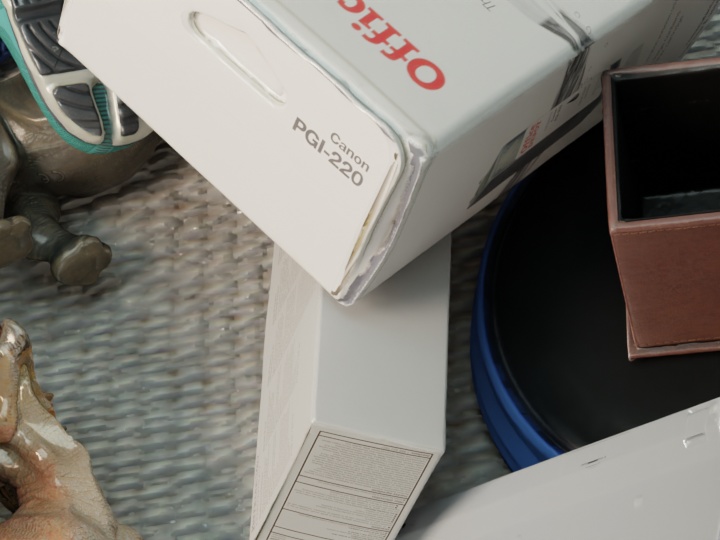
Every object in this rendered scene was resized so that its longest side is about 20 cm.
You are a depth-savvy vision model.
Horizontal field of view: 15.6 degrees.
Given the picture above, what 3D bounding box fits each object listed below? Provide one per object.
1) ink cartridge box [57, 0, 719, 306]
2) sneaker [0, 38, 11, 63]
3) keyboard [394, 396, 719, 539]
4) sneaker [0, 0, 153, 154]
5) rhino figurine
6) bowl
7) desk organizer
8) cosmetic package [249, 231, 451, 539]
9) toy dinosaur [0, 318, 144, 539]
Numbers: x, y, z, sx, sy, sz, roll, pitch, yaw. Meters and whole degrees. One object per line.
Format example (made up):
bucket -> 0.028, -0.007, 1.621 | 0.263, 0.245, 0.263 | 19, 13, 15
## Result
ink cartridge box -> 0.018, -0.100, 0.899 | 0.146, 0.085, 0.200 | 42, 48, 15
sneaker -> -0.127, -0.148, 1.079 | 0.199, 0.070, 0.078 | -30, 56, -7
keyboard -> 0.053, 0.088, 0.837 | 0.200, 0.011, 0.057 | -27, 45, 51
sneaker -> -0.124, -0.123, 0.994 | 0.077, 0.080, 0.201 | -9, 59, -33
rhino figurine -> -0.079, -0.072, 1.022 | 0.200, 0.060, 0.087 | -35, 47, -13
bowl -> 0.135, 0.012, 0.926 | 0.200, 0.039, 0.201 | -7, 57, 10
desk organizer -> 0.181, -0.029, 0.869 | 0.199, 0.077, 0.072 | -6, 56, 10
cosmetic package -> 0.000, 0.000, 0.924 | 0.050, 0.083, 0.201 | 14, 50, -12
toy dinosaur -> -0.118, 0.124, 0.894 | 0.135, 0.086, 0.201 | 11, 71, 27
